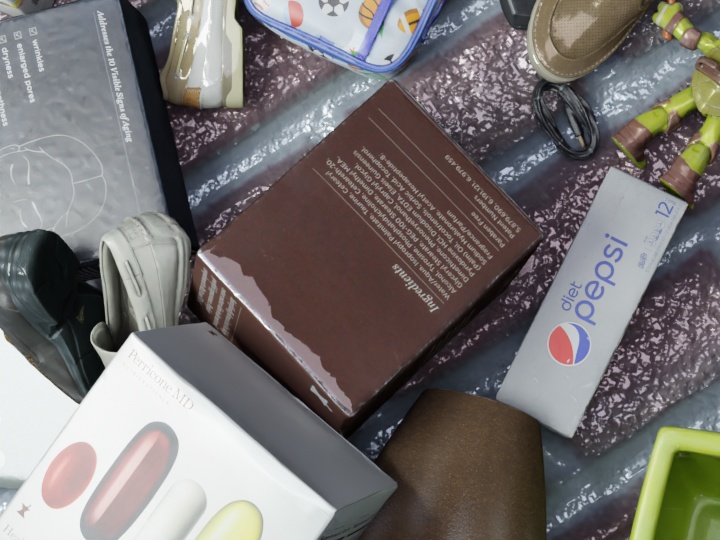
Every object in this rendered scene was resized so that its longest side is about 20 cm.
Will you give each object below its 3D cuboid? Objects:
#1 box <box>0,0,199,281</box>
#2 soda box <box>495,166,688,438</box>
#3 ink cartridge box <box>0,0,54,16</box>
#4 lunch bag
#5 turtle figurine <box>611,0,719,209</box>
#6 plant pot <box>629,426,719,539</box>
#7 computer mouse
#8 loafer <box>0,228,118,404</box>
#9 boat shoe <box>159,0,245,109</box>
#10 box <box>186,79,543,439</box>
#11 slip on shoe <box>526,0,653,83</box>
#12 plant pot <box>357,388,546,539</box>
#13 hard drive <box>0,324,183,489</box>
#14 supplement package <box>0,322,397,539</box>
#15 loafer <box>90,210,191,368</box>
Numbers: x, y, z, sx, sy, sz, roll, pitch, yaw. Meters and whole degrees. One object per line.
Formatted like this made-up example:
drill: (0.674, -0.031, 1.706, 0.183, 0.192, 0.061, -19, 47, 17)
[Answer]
box: (-0.247, -0.089, 1.674, 0.196, 0.124, 0.201, -14, 85, 5)
soda box: (0.176, 0.025, 1.656, 0.068, 0.063, 0.201, 26, 89, 7)
ink cartridge box: (-0.273, -0.267, 1.652, 0.068, 0.200, 0.116, 22, 88, 7)
lunch bag: (0.009, -0.258, 1.690, 0.160, 0.076, 0.201, 26, 89, 5)
turtle figurine: (0.282, -0.128, 1.658, 0.200, 0.064, 0.161, 42, 90, 7)
plant pot: (0.288, 0.227, 1.571, 0.199, 0.181, 0.200, 12, 86, 6)
computer mouse: (0.143, -0.182, 1.696, 0.058, 0.034, 0.201, -14, 89, -16)
loafer: (-0.231, 0.038, 1.612, 0.072, 0.200, 0.073, 4, 51, 23)
boat shoe: (-0.126, -0.227, 1.699, 0.068, 0.075, 0.201, -1, 86, 0)
box: (0.000, 0.000, 1.602, 0.200, 0.166, 0.164, -42, 85, -15)
slip on shoe: (0.203, -0.229, 1.662, 0.076, 0.061, 0.200, 45, 83, -7)
plant pot: (0.063, 0.196, 1.608, 0.186, 0.187, 0.201, 14, 77, 6)
hard drive: (-0.194, 0.108, 1.700, 0.199, 0.033, 0.140, 5, 86, 6)
supplement package: (-0.120, 0.174, 1.505, 0.191, 0.147, 0.200, 39, 102, 13)
loafer: (-0.168, 0.052, 1.598, 0.070, 0.070, 0.201, 30, 126, 45)
